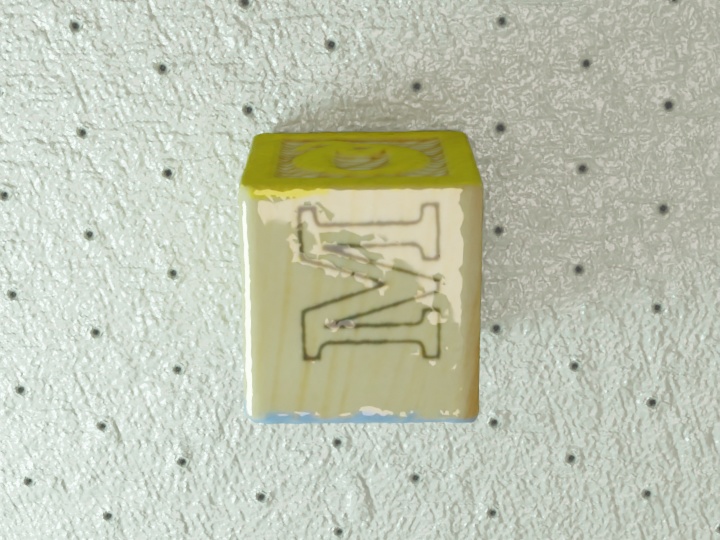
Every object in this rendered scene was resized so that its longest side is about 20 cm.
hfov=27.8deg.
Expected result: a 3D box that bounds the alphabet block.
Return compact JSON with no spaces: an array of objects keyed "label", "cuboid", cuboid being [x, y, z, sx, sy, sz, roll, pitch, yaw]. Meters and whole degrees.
[{"label":"alphabet block","cuboid":[0.000,0.000,1.225,0.195,0.196,0.202,-1,109,-2]}]
